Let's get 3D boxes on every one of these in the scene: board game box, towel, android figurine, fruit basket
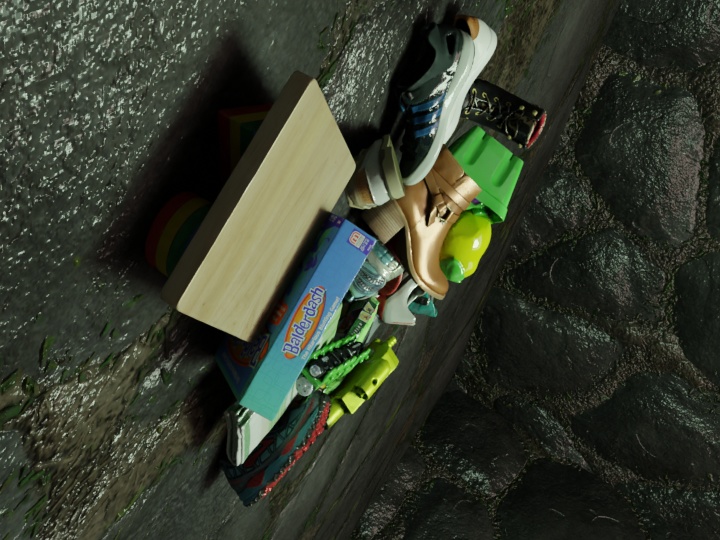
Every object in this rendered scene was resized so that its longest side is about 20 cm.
[{"bbox_3d":[-0.054,0.122,1.156,0.202,0.023,0.104,-58,-159,-17],"label":"board game box"},{"bbox_3d":[-0.095,0.134,0.967,0.201,0.030,0.150,-50,168,-30],"label":"towel"},{"bbox_3d":[-0.074,0.033,0.820,0.203,0.044,0.152,-61,-157,-1],"label":"board game box"},{"bbox_3d":[-0.016,0.175,1.269,0.200,0.041,0.181,-44,-165,-30],"label":"android figurine"},{"bbox_3d":[0.150,-0.098,1.219,0.218,0.154,0.216,-54,-177,5],"label":"fruit basket"}]

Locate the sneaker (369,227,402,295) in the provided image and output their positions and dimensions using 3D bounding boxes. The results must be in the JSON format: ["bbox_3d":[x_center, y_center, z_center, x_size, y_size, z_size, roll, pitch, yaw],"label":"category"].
[{"bbox_3d":[0.062,-0.057,1.230,0.116,0.077,0.202,-49,163,-34],"label":"sneaker"}]

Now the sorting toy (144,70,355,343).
[{"bbox_3d":[-0.097,-0.054,0.690,0.203,0.069,0.199,-59,166,-6],"label":"sorting toy"}]

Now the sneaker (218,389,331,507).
[{"bbox_3d":[-0.121,0.223,1.054,0.201,0.095,0.079,-49,172,17],"label":"sneaker"}]

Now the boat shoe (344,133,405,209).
[{"bbox_3d":[0.014,-0.118,0.962,0.200,0.067,0.077,-70,142,-80],"label":"boat shoe"}]

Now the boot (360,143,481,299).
[{"bbox_3d":[0.110,-0.063,1.110,0.154,0.074,0.200,-40,126,3],"label":"boot"}]

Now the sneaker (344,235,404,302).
[{"bbox_3d":[0.000,0.000,1.122,0.086,0.078,0.200,-40,180,-3],"label":"sneaker"}]

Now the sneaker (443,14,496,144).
[{"bbox_3d":[0.101,-0.248,1.062,0.084,0.072,0.203,13,108,-51],"label":"sneaker"}]

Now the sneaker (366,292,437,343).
[{"bbox_3d":[0.077,0.062,1.416,0.203,0.119,0.084,-61,166,0],"label":"sneaker"}]

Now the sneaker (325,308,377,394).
[{"bbox_3d":[-0.030,0.127,1.257,0.201,0.076,0.085,-53,160,-26],"label":"sneaker"}]

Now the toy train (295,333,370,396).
[{"bbox_3d":[-0.036,0.121,1.013,0.057,0.042,0.200,-47,171,13],"label":"toy train"}]

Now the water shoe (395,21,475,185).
[{"bbox_3d":[0.074,-0.211,1.002,0.072,0.077,0.204,-123,-131,-61],"label":"water shoe"}]

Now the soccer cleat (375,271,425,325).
[{"bbox_3d":[0.082,-0.002,1.338,0.069,0.083,0.204,84,23,-66],"label":"soccer cleat"}]

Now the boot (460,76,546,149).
[{"bbox_3d":[0.197,-0.244,1.201,0.075,0.149,0.199,-64,164,18],"label":"boot"}]
